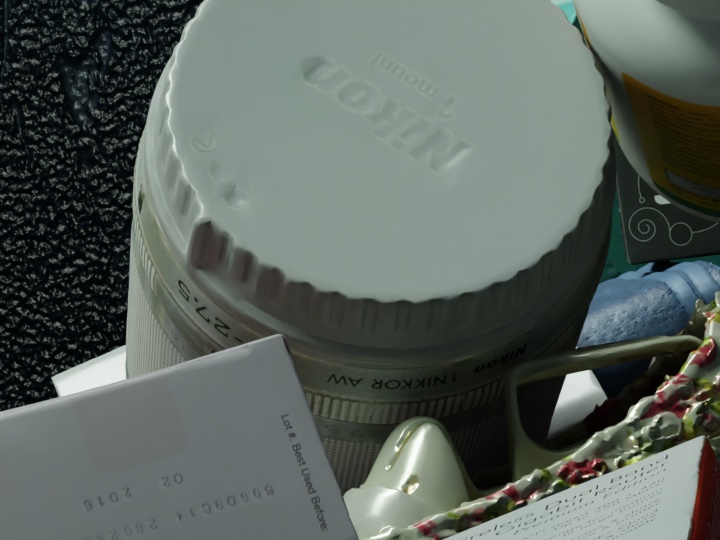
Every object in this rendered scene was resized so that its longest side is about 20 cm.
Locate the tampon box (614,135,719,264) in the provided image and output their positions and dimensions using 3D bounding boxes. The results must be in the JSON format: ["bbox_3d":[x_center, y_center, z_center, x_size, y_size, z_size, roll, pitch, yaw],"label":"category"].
[{"bbox_3d":[0.214,-0.092,1.161,0.199,0.150,0.126,-7,4,17],"label":"tampon box"}]

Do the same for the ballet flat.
[{"bbox_3d":[0.047,0.065,0.822,0.200,0.064,0.076,-24,3,-11],"label":"ballet flat"}]

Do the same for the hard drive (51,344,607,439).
[{"bbox_3d":[-0.013,0.055,1.071,0.199,0.132,0.027,-23,-40,-5],"label":"hard drive"}]

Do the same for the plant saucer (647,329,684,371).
[{"bbox_3d":[0.187,0.015,0.971,0.200,0.035,0.200,-24,1,1],"label":"plant saucer"}]

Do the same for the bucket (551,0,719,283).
[{"bbox_3d":[0.110,-0.054,1.366,0.135,0.208,0.207,-13,8,43],"label":"bucket"}]

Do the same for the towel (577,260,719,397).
[{"bbox_3d":[0.064,0.053,1.136,0.199,0.049,0.112,-23,3,-7],"label":"towel"}]

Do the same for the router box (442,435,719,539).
[{"bbox_3d":[-0.011,0.108,0.563,0.199,0.049,0.179,-23,2,10],"label":"router box"}]

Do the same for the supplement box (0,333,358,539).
[{"bbox_3d":[-0.079,0.090,0.714,0.109,0.061,0.200,-15,-18,-20],"label":"supplement box"}]

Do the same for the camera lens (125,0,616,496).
[{"bbox_3d":[0.000,0.000,0.911,0.160,0.160,0.200,-24,-26,-19],"label":"camera lens"}]

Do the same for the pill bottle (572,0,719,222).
[{"bbox_3d":[0.127,-0.094,0.868,0.112,0.113,0.200,-23,-20,4],"label":"pill bottle"}]
